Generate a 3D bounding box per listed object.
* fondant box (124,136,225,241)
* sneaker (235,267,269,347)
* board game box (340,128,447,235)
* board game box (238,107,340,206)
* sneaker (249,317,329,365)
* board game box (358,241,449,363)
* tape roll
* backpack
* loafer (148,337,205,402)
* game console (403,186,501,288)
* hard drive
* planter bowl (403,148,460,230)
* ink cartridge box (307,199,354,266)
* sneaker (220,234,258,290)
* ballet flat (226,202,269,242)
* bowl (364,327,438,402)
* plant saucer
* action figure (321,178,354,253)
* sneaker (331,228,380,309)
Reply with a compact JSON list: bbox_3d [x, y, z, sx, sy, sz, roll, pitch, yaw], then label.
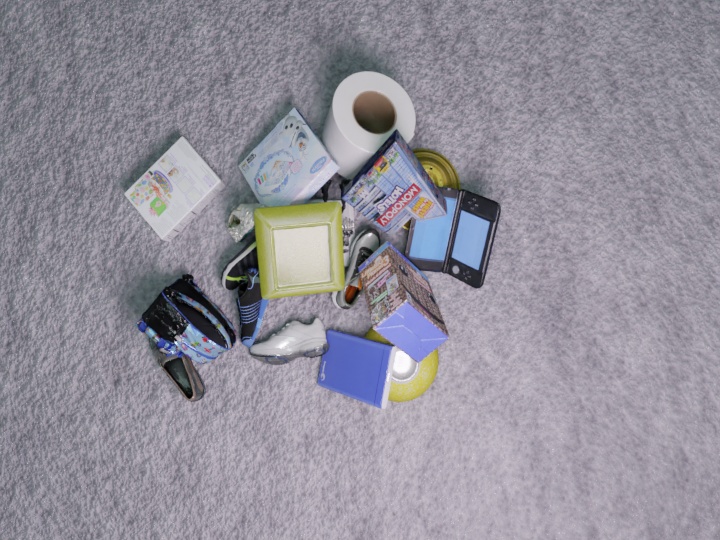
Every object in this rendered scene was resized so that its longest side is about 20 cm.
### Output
[{"bbox_3d":[-0.447,-0.195,1.353,0.200,0.058,0.145,-44,87,-3],"label":"fondant box"},{"bbox_3d":[-0.258,0.083,1.299,0.075,0.071,0.205,18,113,-12],"label":"sneaker"},{"bbox_3d":[0.086,-0.161,1.217,0.197,0.063,0.200,35,125,-19],"label":"board game box"},{"bbox_3d":[-0.170,-0.240,1.302,0.199,0.043,0.201,-42,59,11],"label":"board game box"},{"bbox_3d":[-0.170,0.170,1.333,0.192,0.075,0.090,-10,64,2],"label":"sneaker"},{"bbox_3d":[0.092,0.068,1.224,0.096,0.203,0.158,-39,126,19],"label":"board game box"},{"bbox_3d":[0.015,-0.326,1.286,0.195,0.139,0.211,5,71,-15],"label":"tape roll"},{"bbox_3d":[-0.386,0.130,1.282,0.199,0.183,0.135,43,96,-9],"label":"backpack"},{"bbox_3d":[-0.437,0.221,1.326,0.071,0.063,0.202,-36,87,-2],"label":"loafer"},{"bbox_3d":[0.205,-0.075,1.275,0.116,0.169,0.208,-9,117,-40],"label":"game console"},{"bbox_3d":[-0.011,0.221,1.283,0.195,0.025,0.137,9,87,40],"label":"hard drive"},{"bbox_3d":[0.151,-0.199,1.335,0.192,0.083,0.209,0,87,0],"label":"planter bowl"},{"bbox_3d":[-0.112,-0.087,1.359,0.192,0.050,0.168,-2,87,-16],"label":"ink cartridge box"},{"bbox_3d":[-0.250,-0.008,1.306,0.200,0.071,0.084,-46,73,20],"label":"sneaker"},{"bbox_3d":[-0.267,-0.115,1.280,0.069,0.198,0.075,8,73,-27],"label":"ballet flat"},{"bbox_3d":[0.093,0.209,1.301,0.191,0.108,0.209,0,86,0],"label":"bowl"},{"bbox_3d":[-0.127,-0.037,1.219,0.192,0.048,0.208,-6,107,-11],"label":"plant saucer"},{"bbox_3d":[-0.071,-0.111,1.295,0.114,0.102,0.209,6,83,-2],"label":"action figure"},{"bbox_3d":[0.000,0.000,1.319,0.072,0.079,0.206,23,89,-22],"label":"sneaker"}]
